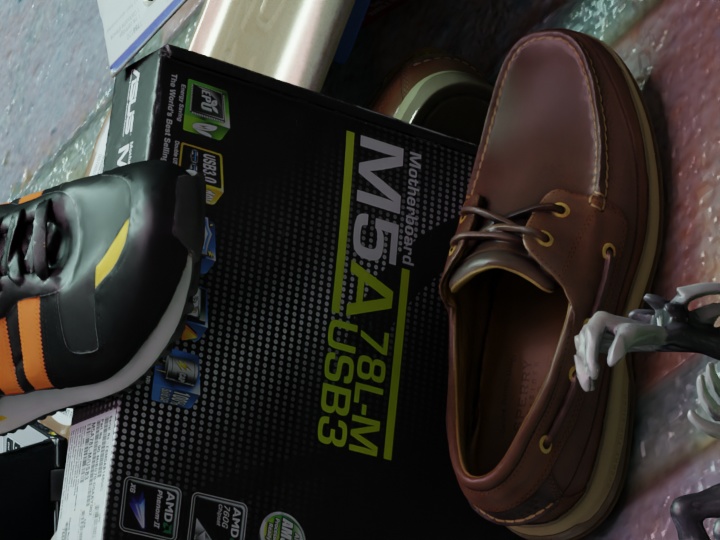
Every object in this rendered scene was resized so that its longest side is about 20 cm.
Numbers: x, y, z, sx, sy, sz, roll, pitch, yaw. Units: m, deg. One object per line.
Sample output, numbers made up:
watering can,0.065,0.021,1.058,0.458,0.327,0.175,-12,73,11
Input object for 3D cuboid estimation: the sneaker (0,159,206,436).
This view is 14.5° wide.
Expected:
sneaker,-0.132,0.009,1.014,0.200,0.090,0.070,-29,52,52

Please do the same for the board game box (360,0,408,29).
board game box,0.018,-0.172,1.303,0.200,0.019,0.103,-26,54,51

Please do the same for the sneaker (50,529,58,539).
sneaker,-0.097,0.134,1.085,0.081,0.088,0.201,-22,58,54

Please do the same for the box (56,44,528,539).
box,-0.015,0.035,1.089,0.047,0.192,0.201,-22,57,55

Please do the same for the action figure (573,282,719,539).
action figure,0.132,0.045,0.937,0.119,0.102,0.201,-173,97,-71

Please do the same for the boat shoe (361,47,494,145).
boat shoe,0.000,0.000,1.211,0.200,0.072,0.068,-58,28,9

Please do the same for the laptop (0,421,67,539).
laptop,-0.193,0.164,1.266,0.200,0.115,0.188,-160,70,-64

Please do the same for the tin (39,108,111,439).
tin,-0.112,-0.006,1.420,0.112,0.042,0.201,21,94,55

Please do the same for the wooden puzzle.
wooden puzzle,-0.035,-0.096,1.265,0.200,0.046,0.186,-137,67,-73

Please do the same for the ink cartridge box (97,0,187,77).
ink cartridge box,-0.075,-0.180,1.094,0.099,0.039,0.201,-38,54,44

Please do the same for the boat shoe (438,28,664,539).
boat shoe,0.068,-0.001,1.075,0.072,0.067,0.201,-5,72,33
